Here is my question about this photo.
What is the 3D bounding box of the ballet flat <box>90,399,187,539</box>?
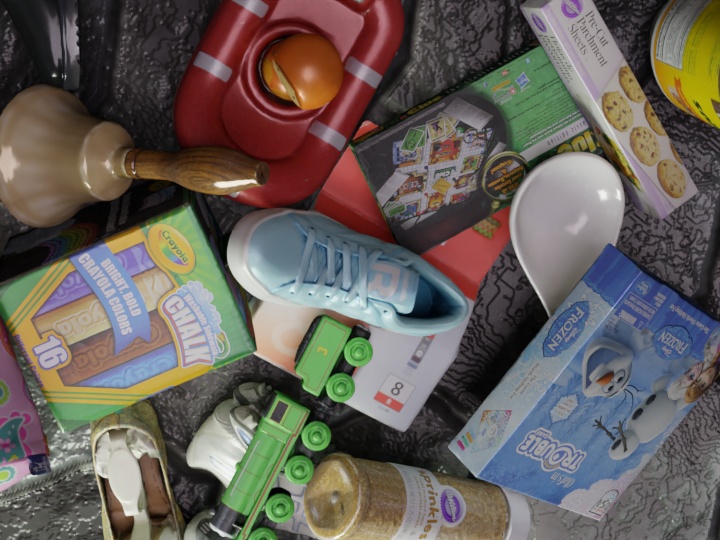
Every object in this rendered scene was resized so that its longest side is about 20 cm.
[{"bbox_3d":[-0.178,0.194,1.074,0.070,0.071,0.201,-10,109,-5],"label":"ballet flat"}]

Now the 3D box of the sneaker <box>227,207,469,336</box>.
[{"bbox_3d":[0.000,0.000,0.960,0.199,0.082,0.074,15,80,-40],"label":"sneaker"}]

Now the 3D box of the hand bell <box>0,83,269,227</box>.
[{"bbox_3d":[-0.147,-0.072,0.917,0.199,0.104,0.105,8,112,33],"label":"hand bell"}]

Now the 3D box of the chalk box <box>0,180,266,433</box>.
[{"bbox_3d":[-0.152,0.009,0.987,0.199,0.125,0.124,-22,109,0],"label":"chalk box"}]

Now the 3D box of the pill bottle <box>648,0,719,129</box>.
[{"bbox_3d":[0.278,-0.154,0.958,0.109,0.200,0.110,-2,108,-8],"label":"pill bottle"}]

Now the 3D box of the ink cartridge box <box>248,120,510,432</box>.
[{"bbox_3d":[0.020,0.009,1.053,0.162,0.050,0.200,29,104,-16],"label":"ink cartridge box"}]

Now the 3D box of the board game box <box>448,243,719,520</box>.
[{"bbox_3d":[0.193,0.097,1.060,0.200,0.043,0.199,26,106,-48],"label":"board game box"}]

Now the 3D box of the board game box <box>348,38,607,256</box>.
[{"bbox_3d":[0.099,-0.099,1.028,0.199,0.023,0.105,-29,109,-8],"label":"board game box"}]

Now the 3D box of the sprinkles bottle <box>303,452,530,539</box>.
[{"bbox_3d":[0.048,0.192,1.064,0.199,0.068,0.068,17,106,-41],"label":"sprinkles bottle"}]

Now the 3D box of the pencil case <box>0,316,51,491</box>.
[{"bbox_3d":[-0.284,0.061,0.917,0.087,0.087,0.201,-23,81,-1],"label":"pencil case"}]

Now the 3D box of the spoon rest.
[{"bbox_3d":[0.159,0.002,1.046,0.099,0.061,0.201,-10,120,-19],"label":"spoon rest"}]

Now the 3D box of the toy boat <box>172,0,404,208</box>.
[{"bbox_3d":[-0.047,-0.139,0.940,0.130,0.131,0.201,28,92,-16],"label":"toy boat"}]

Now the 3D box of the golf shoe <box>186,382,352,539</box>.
[{"bbox_3d":[-0.055,0.183,1.097,0.097,0.078,0.200,-38,104,23],"label":"golf shoe"}]

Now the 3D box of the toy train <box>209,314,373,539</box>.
[{"bbox_3d":[-0.054,0.126,1.016,0.056,0.042,0.201,28,87,-7],"label":"toy train"}]

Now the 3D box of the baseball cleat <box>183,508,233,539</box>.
[{"bbox_3d":[-0.078,0.286,1.091,0.070,0.106,0.200,-40,115,-10],"label":"baseball cleat"}]

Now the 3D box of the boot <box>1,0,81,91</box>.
[{"bbox_3d":[-0.299,-0.199,0.922,0.199,0.066,0.166,-6,92,-12],"label":"boot"}]

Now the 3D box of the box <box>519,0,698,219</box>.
[{"bbox_3d":[0.191,-0.129,1.016,0.041,0.039,0.200,-37,111,-7],"label":"box"}]
